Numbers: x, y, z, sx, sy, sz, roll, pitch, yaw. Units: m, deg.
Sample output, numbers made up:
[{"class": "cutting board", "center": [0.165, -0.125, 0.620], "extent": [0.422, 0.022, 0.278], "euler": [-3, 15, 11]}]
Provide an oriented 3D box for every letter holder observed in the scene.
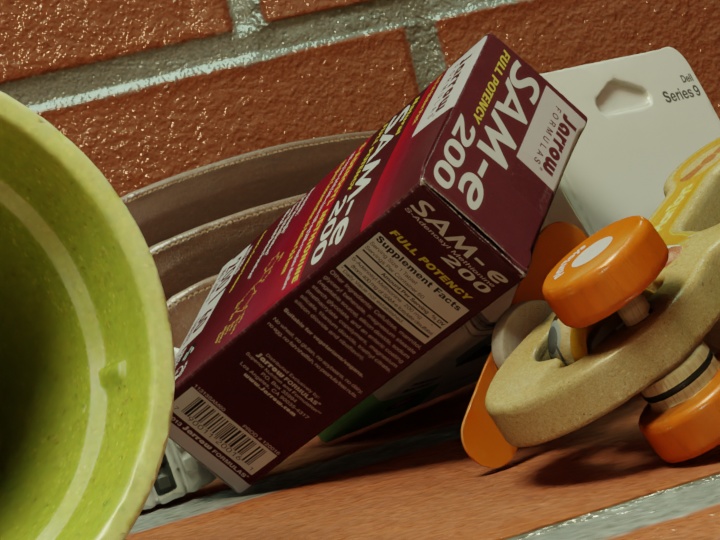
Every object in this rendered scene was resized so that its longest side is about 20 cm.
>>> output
[{"class": "letter holder", "center": [-0.024, 0.001, 1.232], "extent": [0.199, 0.143, 0.101], "euler": [-14, 4, -17]}]

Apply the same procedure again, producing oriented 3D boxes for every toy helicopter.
[{"class": "toy helicopter", "center": [0.107, 0.006, 0.888], "extent": [0.132, 0.079, 0.200], "euler": [-29, 13, 42]}]

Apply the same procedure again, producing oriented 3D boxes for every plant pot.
[{"class": "plant pot", "center": [-0.188, 0.048, 0.813], "extent": [0.199, 0.201, 0.184], "euler": [-15, -7, -24]}]

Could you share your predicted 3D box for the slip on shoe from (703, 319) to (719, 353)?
[{"class": "slip on shoe", "center": [0.167, 0.002, 1.016], "extent": [0.060, 0.076, 0.200], "euler": [9, 15, 9]}]

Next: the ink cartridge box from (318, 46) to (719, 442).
[{"class": "ink cartridge box", "center": [0.065, -0.012, 1.077], "extent": [0.146, 0.084, 0.200], "euler": [-18, -15, -48]}]

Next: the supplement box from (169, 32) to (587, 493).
[{"class": "supplement box", "center": [0.000, 0.000, 0.958], "extent": [0.200, 0.061, 0.109], "euler": [-39, 17, 39]}]

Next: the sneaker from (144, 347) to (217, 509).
[{"class": "sneaker", "center": [-0.145, 0.083, 1.034], "extent": [0.199, 0.076, 0.081], "euler": [-14, -5, -7]}]
